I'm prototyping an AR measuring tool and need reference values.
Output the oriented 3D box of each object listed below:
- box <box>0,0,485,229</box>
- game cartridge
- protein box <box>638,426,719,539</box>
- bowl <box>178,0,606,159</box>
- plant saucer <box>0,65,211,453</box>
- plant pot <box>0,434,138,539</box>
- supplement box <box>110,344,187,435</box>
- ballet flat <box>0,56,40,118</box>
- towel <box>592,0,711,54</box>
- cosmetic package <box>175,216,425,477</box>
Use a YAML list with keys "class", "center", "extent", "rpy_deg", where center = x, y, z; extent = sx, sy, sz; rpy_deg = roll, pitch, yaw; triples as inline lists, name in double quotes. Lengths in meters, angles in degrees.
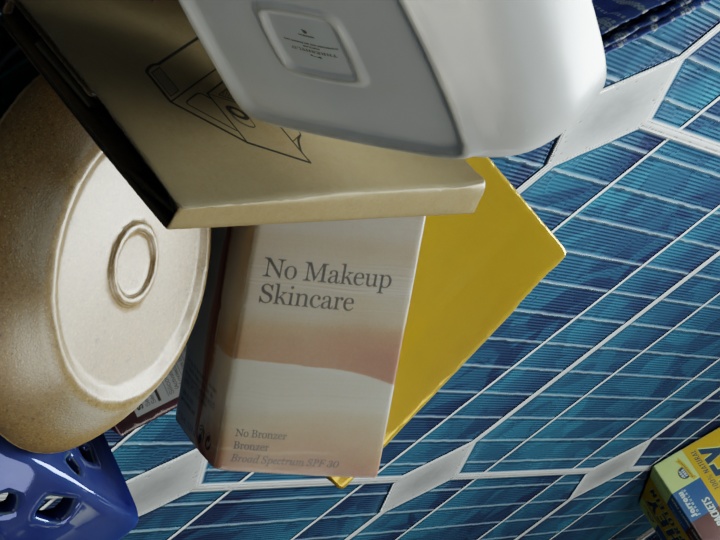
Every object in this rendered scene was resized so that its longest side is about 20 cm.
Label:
- class: "box"
  center: [-0.054, -0.081, 1.036]
  extent: [0.199, 0.164, 0.021]
  rpy_deg: [-4, 133, -44]
- class: "game cartridge"
  center: [0.000, 0.000, 1.243]
  extent: [0.200, 0.176, 0.032]
  rpy_deg: [-46, -153, -7]
- class: "protein box"
  center: [0.493, 0.291, 2.811]
  extent: [0.199, 0.135, 0.199]
  rpy_deg: [-29, 161, -10]
- class: "bowl"
  center: [-0.007, -0.124, 0.928]
  extent: [0.075, 0.199, 0.200]
  rpy_deg: [-59, 145, -26]
- class: "plant saucer"
  center: [-0.125, -0.006, 1.048]
  extent: [0.200, 0.035, 0.201]
  rpy_deg: [-31, 125, -56]
- class: "plant pot"
  center: [-0.263, 0.085, 1.112]
  extent: [0.200, 0.200, 0.180]
  rpy_deg: [-33, 153, 4]
- class: "supplement box"
  center: [-0.086, 0.013, 1.295]
  extent: [0.199, 0.086, 0.110]
  rpy_deg: [-27, -170, -13]
- class: "ballet flat"
  center: [-0.180, -0.060, 1.063]
  extent: [0.199, 0.073, 0.073]
  rpy_deg: [-24, 159, -21]
- class: "towel"
  center: [0.102, -0.153, 1.191]
  extent: [0.199, 0.145, 0.024]
  rpy_deg: [-27, 124, -12]
- class: "cosmetic package"
  center: [-0.030, 0.004, 1.164]
  extent: [0.103, 0.087, 0.201]
  rpy_deg: [4, 103, -21]
